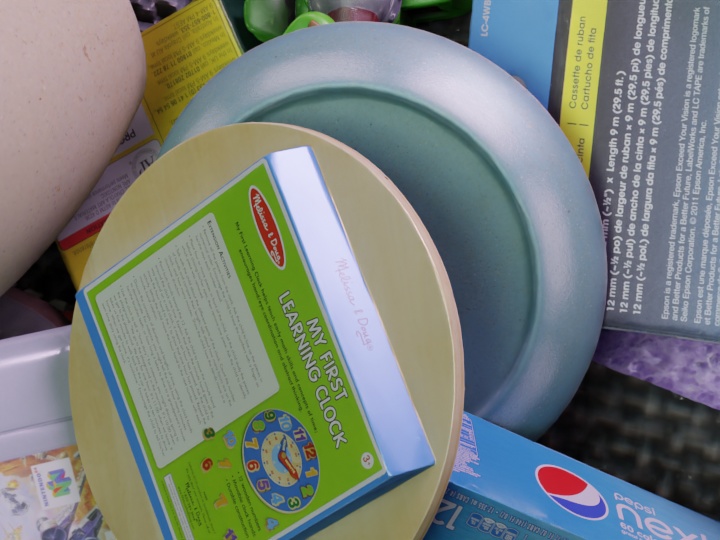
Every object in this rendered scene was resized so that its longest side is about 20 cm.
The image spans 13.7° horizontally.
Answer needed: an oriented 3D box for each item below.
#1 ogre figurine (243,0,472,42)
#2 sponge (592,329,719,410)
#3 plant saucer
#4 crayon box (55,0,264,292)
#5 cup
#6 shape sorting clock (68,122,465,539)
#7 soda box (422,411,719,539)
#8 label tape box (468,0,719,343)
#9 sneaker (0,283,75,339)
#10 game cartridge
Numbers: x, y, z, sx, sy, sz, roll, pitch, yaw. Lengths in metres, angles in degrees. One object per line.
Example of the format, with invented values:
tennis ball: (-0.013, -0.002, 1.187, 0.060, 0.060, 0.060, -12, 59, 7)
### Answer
ogre figurine: (-0.012, -0.113, 1.292, 0.098, 0.120, 0.200, -26, 79, 23)
sponge: (0.175, -0.038, 1.255, 0.111, 0.030, 0.200, 20, 97, 24)
plant saucer: (0.000, 0.000, 1.218, 0.200, 0.027, 0.200, 4, 104, 16)
crayon box: (-0.067, -0.009, 1.353, 0.127, 0.051, 0.200, -27, 78, 22)
cup: (-0.178, -0.083, 1.281, 0.200, 0.143, 0.200, 38, 145, 33)
shape sorting clock: (-0.039, 0.042, 1.183, 0.200, 0.039, 0.200, 2, 93, 42)
soda box: (0.098, 0.128, 1.207, 0.200, 0.064, 0.068, 24, 114, -15)
label tape box: (0.141, -0.044, 1.220, 0.200, 0.066, 0.144, 7, 94, 27)
sneaker: (-0.159, 0.037, 1.397, 0.082, 0.077, 0.200, -32, 73, -8)
game cartridge: (-0.126, 0.124, 1.243, 0.042, 0.133, 0.200, -39, 65, 64)
